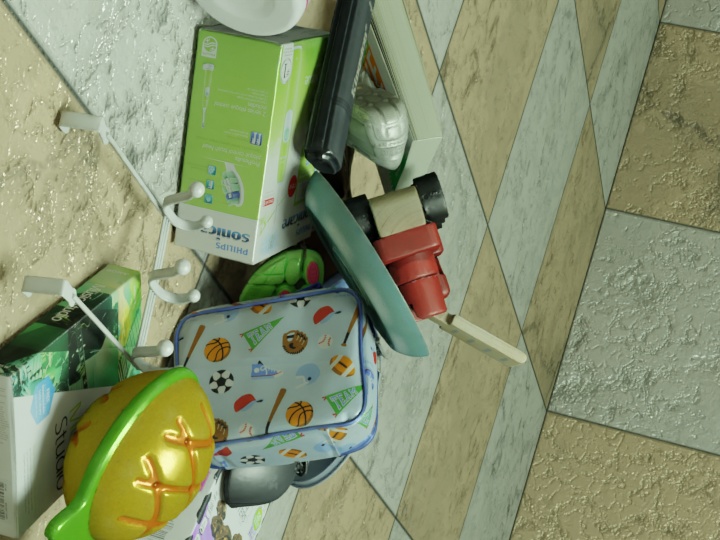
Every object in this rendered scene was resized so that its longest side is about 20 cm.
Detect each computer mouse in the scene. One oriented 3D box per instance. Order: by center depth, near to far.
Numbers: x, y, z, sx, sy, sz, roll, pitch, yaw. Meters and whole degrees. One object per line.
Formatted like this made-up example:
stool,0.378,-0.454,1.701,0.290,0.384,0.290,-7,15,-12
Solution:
computer mouse,-0.070,0.158,1.543,0.200,0.046,0.142,-12,114,-70

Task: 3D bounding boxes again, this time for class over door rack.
over door rack,-0.175,-0.013,1.224,0.200,0.066,0.149,47,47,-58

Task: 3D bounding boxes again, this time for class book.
book,0.029,-0.185,1.629,0.134,0.048,0.201,112,-35,-59

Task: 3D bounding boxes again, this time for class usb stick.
usb stick,-0.017,-0.187,1.440,0.055,0.032,0.202,50,48,-64

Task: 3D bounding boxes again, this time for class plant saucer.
plant saucer,0.000,0.000,1.449,0.027,0.201,0.200,-31,152,-4

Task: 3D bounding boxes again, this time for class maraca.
maraca,-0.186,0.163,1.223,0.201,0.106,0.137,-54,157,-22

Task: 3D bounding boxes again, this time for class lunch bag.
lunch bag,-0.074,0.096,1.450,0.076,0.198,0.162,66,17,-59

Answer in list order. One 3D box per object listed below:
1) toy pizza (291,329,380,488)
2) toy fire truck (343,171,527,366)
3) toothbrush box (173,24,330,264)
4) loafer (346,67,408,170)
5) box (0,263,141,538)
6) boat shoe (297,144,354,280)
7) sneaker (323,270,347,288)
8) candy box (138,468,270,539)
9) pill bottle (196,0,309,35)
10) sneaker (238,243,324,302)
toy pizza,-0.030,0.144,1.706,0.032,0.200,0.202,24,75,-28
toy fire truck,0.072,0.014,1.550,0.176,0.128,0.202,97,-24,-86
toothbrush box,-0.095,-0.123,1.442,0.146,0.085,0.202,-29,131,-68
loafer,-0.007,-0.158,1.572,0.200,0.069,0.070,-129,-150,-59
box,-0.235,0.099,1.247,0.200,0.036,0.146,-50,148,-58
boat shoe,-0.042,-0.071,1.654,0.072,0.075,0.202,-61,149,-69
sneaker,-0.039,0.076,1.655,0.074,0.082,0.201,-28,154,-56
candy box,-0.151,0.228,1.536,0.168,0.071,0.201,76,32,-55
pill bottle,-0.067,-0.311,1.347,0.114,0.112,0.201,78,30,-54
sneaker,-0.086,0.024,1.559,0.200,0.076,0.084,125,-22,-54
